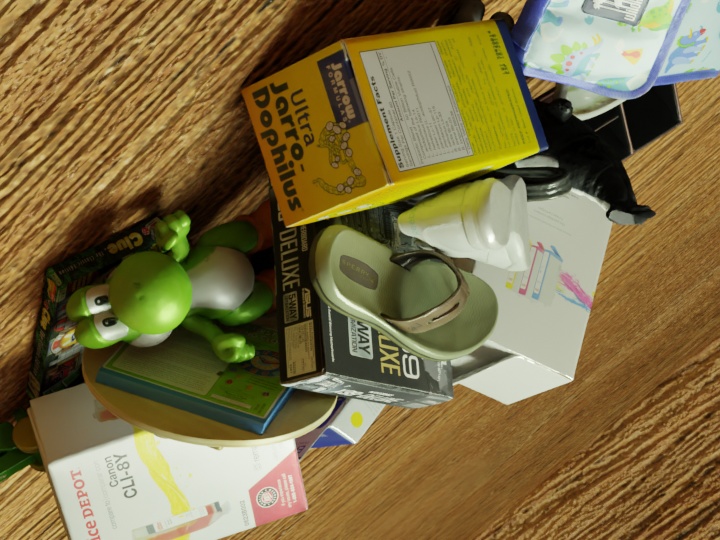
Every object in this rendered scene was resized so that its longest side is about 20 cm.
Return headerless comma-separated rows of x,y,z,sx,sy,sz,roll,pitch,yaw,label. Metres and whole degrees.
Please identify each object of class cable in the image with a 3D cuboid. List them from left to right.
0.088,-0.066,1.613,0.199,0.051,0.097,1,-164,17,cable

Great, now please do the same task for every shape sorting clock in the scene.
-0.116,0.081,1.450,0.200,0.200,0.039,-22,132,-40,shape sorting clock

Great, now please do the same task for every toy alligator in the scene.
-0.283,0.139,1.575,0.199,0.054,0.059,-24,155,-8,toy alligator

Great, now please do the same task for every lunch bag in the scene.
0.216,-0.233,1.452,0.199,0.128,0.171,-9,135,-34,lunch bag

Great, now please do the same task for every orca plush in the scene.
0.169,-0.110,1.615,0.105,0.200,0.071,-19,132,-15,orca plush

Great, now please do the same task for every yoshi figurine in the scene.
-0.122,0.011,1.415,0.199,0.112,0.112,-20,139,-38,yoshi figurine

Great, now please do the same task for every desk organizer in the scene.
0.219,-0.138,1.793,0.200,0.077,0.072,-32,162,-17,desk organizer

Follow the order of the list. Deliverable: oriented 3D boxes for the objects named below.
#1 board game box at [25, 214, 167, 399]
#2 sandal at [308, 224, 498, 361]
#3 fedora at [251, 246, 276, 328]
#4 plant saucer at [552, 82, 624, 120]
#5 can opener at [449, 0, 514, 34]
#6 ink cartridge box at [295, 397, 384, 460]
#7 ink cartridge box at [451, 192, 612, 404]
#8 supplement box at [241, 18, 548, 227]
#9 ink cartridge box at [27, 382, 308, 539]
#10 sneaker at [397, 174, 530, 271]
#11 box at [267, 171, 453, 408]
-0.211,0.035,1.494,0.105,0.023,0.200,-31,161,-28,board game box
0.043,0.017,1.419,0.057,0.080,0.201,-17,156,38,sandal
-0.028,0.010,1.614,0.200,0.092,0.201,-10,175,-1,fedora
0.243,-0.218,1.682,0.200,0.050,0.200,-34,162,-13,plant saucer
0.074,-0.155,1.539,0.200,0.052,0.067,117,-4,-57,can opener
-0.046,0.128,1.779,0.197,0.047,0.200,-12,-146,53,ink cartridge box
0.129,0.023,1.703,0.128,0.125,0.201,-31,-141,62,ink cartridge box
0.028,-0.111,1.388,0.109,0.109,0.200,-21,176,41,supplement box
-0.156,0.154,1.537,0.199,0.084,0.146,-17,129,-10,ink cartridge box
0.083,-0.038,1.480,0.088,0.076,0.200,-6,172,16,sneaker
0.000,0.000,1.462,0.050,0.201,0.157,-17,158,38,box
